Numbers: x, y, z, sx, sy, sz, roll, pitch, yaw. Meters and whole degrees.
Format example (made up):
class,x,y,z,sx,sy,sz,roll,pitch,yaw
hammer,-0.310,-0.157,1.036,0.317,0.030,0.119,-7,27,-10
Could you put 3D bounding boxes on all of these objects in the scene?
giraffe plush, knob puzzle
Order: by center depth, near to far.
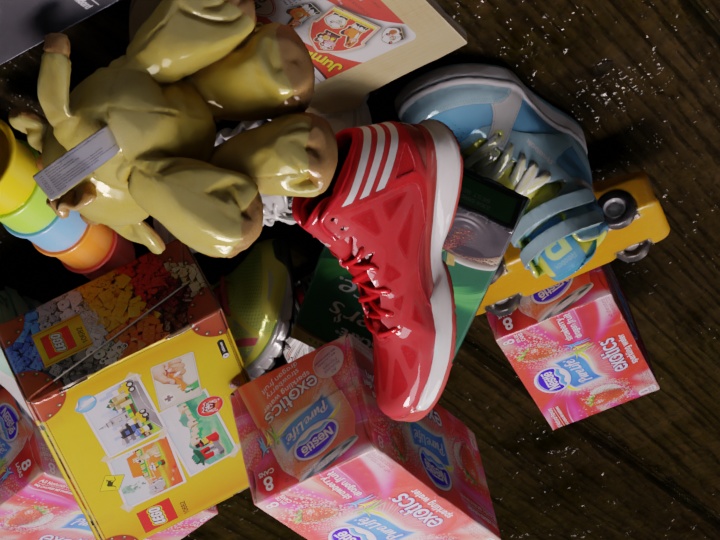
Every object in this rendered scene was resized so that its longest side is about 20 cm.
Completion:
class,x,y,z,sx,sy,sz,roll,pitch,yaw
giraffe plush,-0.134,-0.078,1.578,0.199,0.174,0.162,-19,178,-23
knob puzzle,-0.060,-0.162,1.607,0.218,0.031,0.220,-2,146,-2

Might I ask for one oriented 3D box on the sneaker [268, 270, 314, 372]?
class,x,y,z,sx,sy,sz,roll,pitch,yaw
sneaker,-0.028,0.037,1.921,0.082,0.078,0.200,2,143,-23

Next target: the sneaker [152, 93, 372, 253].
class,x,y,z,sx,sy,sz,roll,pitch,yaw
sneaker,-0.067,-0.061,1.730,0.200,0.082,0.075,-37,148,32

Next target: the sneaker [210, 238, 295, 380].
class,x,y,z,sx,sy,sz,roll,pitch,yaw
sneaker,-0.116,0.048,1.894,0.090,0.078,0.200,18,128,-24

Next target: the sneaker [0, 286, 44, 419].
class,x,y,z,sx,sy,sz,roll,pitch,yaw
sneaker,-0.219,0.035,1.811,0.118,0.074,0.201,-27,147,7

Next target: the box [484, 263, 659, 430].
class,x,y,z,sx,sy,sz,roll,pitch,yaw
box,0.162,0.038,2.013,0.099,0.096,0.200,-22,151,7

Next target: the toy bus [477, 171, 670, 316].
class,x,y,z,sx,sy,sz,roll,pitch,yaw
toy bus,0.128,-0.027,1.902,0.199,0.079,0.065,-23,150,7

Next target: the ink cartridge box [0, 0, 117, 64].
class,x,y,z,sx,sy,sz,roll,pitch,yaw
ink cartridge box,-0.199,-0.206,1.444,0.199,0.044,0.198,-29,149,15

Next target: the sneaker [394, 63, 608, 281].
class,x,y,z,sx,sy,sz,roll,pitch,yaw
sneaker,0.109,-0.063,1.775,0.079,0.131,0.199,-35,147,29

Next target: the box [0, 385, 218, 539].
class,x,y,z,sx,sy,sz,roll,pitch,yaw
box,-0.221,0.161,1.999,0.102,0.095,0.199,-36,147,26

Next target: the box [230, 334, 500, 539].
class,x,y,z,sx,sy,sz,roll,pitch,yaw
box,0.006,0.140,1.793,0.102,0.095,0.200,-25,146,18

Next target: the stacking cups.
class,x,y,z,sx,sy,sz,roll,pitch,yaw
stacking cups,-0.207,-0.041,1.705,0.060,0.061,0.200,-27,152,14

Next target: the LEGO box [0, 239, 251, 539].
class,x,y,z,sx,sy,sz,roll,pitch,yaw
LEGO box,-0.154,0.094,1.797,0.148,0.077,0.201,-25,140,-7

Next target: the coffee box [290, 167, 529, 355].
class,x,y,z,sx,sy,sz,roll,pitch,yaw
coffee box,0.032,0.000,1.791,0.122,0.044,0.201,25,137,1

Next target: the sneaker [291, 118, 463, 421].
class,x,y,z,sx,sy,sz,roll,pitch,yaw
sneaker,0.000,0.000,1.659,0.115,0.202,0.078,0,-177,-35
